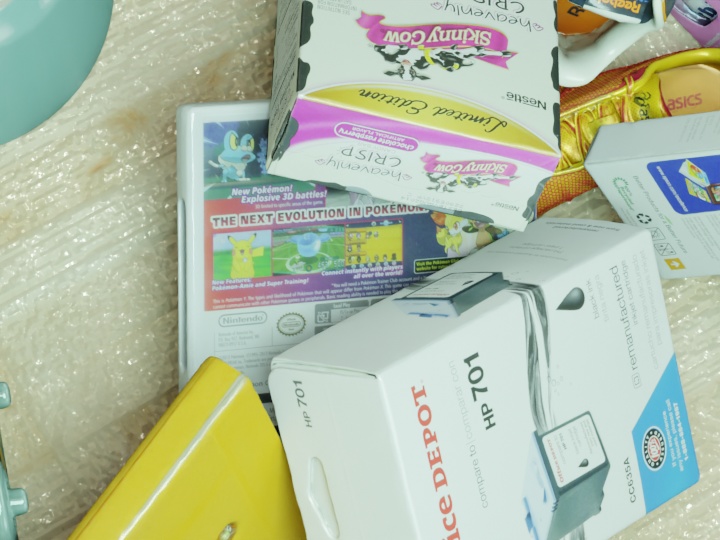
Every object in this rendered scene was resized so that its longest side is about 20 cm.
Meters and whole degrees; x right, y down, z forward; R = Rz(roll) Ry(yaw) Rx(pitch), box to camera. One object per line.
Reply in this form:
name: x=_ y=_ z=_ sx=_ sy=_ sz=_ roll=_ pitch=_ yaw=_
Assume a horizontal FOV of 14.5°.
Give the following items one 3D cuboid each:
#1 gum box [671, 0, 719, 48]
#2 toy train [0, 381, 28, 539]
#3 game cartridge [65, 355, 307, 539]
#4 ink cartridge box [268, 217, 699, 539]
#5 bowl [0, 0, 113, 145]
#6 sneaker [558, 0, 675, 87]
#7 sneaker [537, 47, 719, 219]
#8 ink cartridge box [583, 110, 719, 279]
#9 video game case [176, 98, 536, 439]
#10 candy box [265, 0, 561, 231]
gum box: x=0.228 y=-0.222 z=1.584 sx=0.114 sy=0.066 sz=0.200 roll=45 pitch=72 yaw=-1
toy train: x=-0.201 y=0.125 z=1.383 sx=0.085 sy=0.114 sz=0.200 roll=-12 pitch=78 yaw=-5
game cartridge: x=-0.104 y=0.159 z=1.369 sx=0.032 sy=0.176 sz=0.200 roll=31 pitch=71 yaw=26
ink cartridge box: x=0.066 y=0.077 z=1.412 sx=0.200 sy=0.086 sz=0.147 roll=-28 pitch=112 yaw=-39
bowl: x=-0.219 y=-0.167 z=1.451 sx=0.201 sy=0.105 sz=0.201 roll=3 pitch=76 yaw=-13
sneaker: x=0.144 y=-0.181 z=1.478 sx=0.078 sy=0.200 sz=0.079 roll=15 pitch=40 yaw=-9
sneaker: x=0.125 y=-0.079 z=1.524 sx=0.200 sy=0.077 sz=0.073 roll=-24 pitch=85 yaw=-15
ink cartridge box: x=0.221 y=-0.042 z=1.441 sx=0.095 sy=0.200 sz=0.037 roll=52 pitch=50 yaw=-35
video game case: x=0.000 y=0.000 z=1.451 sx=0.200 sy=0.023 sz=0.182 roll=-5 pitch=101 yaw=-25
candy box: x=0.028 y=-0.124 z=1.426 sx=0.136 sy=0.061 sz=0.200 roll=12 pitch=48 yaw=-12
